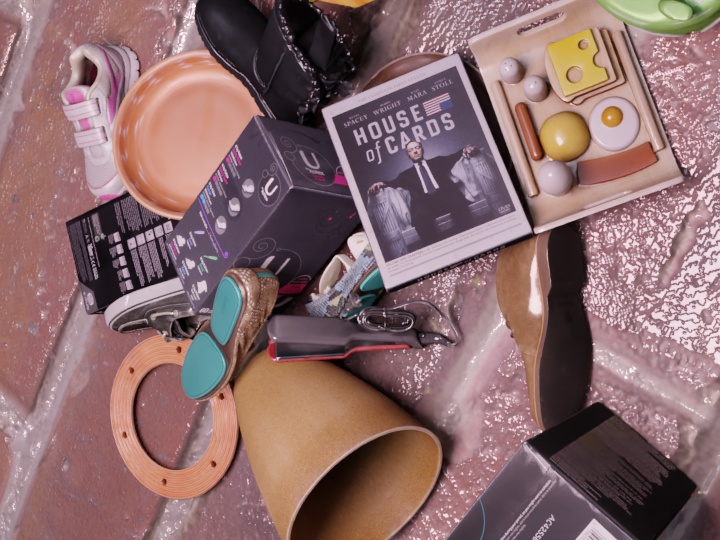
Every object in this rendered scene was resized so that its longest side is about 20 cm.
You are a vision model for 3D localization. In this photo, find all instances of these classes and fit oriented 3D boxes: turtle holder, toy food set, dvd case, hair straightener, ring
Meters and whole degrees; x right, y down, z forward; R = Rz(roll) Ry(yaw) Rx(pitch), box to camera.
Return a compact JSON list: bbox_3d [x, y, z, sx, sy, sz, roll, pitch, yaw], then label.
[{"bbox_3d":[0.255,-0.276,0.900,0.185,0.131,0.142,9,97,30],"label":"turtle holder"},{"bbox_3d":[0.198,-0.150,0.960,0.143,0.060,0.201,-20,82,15],"label":"toy food set"},{"bbox_3d":[0.062,-0.096,1.000,0.150,0.025,0.201,-22,73,5],"label":"dvd case"},{"bbox_3d":[0.003,0.061,1.056,0.199,0.077,0.041,2,49,0],"label":"hair straightener"},{"bbox_3d":[-0.227,0.178,1.260,0.199,0.019,0.202,1,91,30],"label":"ring"}]

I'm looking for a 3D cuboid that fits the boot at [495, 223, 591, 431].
[{"bbox_3d":[0.175,0.058,1.005,0.075,0.073,0.201,-5,85,49],"label":"boot"}]

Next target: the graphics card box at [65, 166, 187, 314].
[{"bbox_3d":[-0.264,-0.033,1.255,0.199,0.051,0.126,-21,80,28],"label":"graphics card box"}]

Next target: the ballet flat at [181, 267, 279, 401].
[{"bbox_3d":[-0.132,0.069,1.081,0.071,0.065,0.200,57,139,22],"label":"ballet flat"}]

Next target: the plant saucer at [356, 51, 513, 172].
[{"bbox_3d":[0.070,-0.123,1.070,0.199,0.032,0.202,1,92,29],"label":"plant saucer"}]

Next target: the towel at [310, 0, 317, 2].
[{"bbox_3d":[-0.002,-0.354,1.112,0.199,0.018,0.087,-12,87,30],"label":"towel"}]

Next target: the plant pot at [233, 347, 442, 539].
[{"bbox_3d":[-0.046,0.174,1.080,0.200,0.186,0.187,45,113,40],"label":"plant pot"}]

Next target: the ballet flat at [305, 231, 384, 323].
[{"bbox_3d":[0.000,0.000,1.075,0.074,0.074,0.200,54,128,17],"label":"ballet flat"}]

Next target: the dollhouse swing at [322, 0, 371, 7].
[{"bbox_3d":[-0.022,-0.391,1.012,0.199,0.176,0.182,21,145,33],"label":"dollhouse swing"}]

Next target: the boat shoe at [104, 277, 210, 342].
[{"bbox_3d":[-0.222,0.050,1.219,0.199,0.071,0.064,-19,75,28],"label":"boat shoe"}]

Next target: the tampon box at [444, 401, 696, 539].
[{"bbox_3d":[0.187,0.226,0.917,0.126,0.200,0.150,42,112,22],"label":"tampon box"}]

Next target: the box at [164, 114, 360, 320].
[{"bbox_3d":[-0.099,-0.050,1.094,0.200,0.122,0.106,-49,54,31],"label":"box"}]

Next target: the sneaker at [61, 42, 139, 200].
[{"bbox_3d":[-0.322,-0.185,1.250,0.081,0.088,0.201,-13,77,29],"label":"sneaker"}]

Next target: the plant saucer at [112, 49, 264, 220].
[{"bbox_3d":[-0.185,-0.152,1.180,0.199,0.037,0.202,-2,78,10],"label":"plant saucer"}]

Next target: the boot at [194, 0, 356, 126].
[{"bbox_3d":[-0.092,-0.241,1.079,0.199,0.073,0.162,55,158,1],"label":"boot"}]
